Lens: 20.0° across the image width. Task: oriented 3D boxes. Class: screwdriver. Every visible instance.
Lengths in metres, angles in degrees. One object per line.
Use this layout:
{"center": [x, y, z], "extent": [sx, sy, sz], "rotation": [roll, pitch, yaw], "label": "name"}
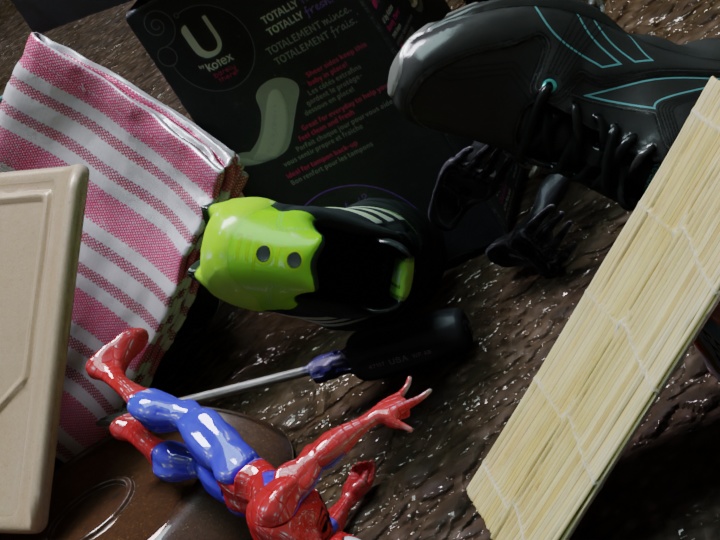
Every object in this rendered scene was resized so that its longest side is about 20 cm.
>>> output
{"center": [-0.038, 0.054, 0.994], "extent": [0.199, 0.029, 0.028], "rotation": [-18, 56, 20], "label": "screwdriver"}

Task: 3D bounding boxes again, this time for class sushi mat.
{"center": [0.099, 0.025, 0.763], "extent": [0.201, 0.012, 0.096], "rotation": [-61, 16, 16], "label": "sushi mat"}

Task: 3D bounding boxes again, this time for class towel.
{"center": [-0.158, -0.006, 1.084], "extent": [0.201, 0.146, 0.030], "rotation": [-63, -18, 15], "label": "towel"}

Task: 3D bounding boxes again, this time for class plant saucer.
{"center": [-0.124, 0.129, 0.989], "extent": [0.200, 0.035, 0.200], "rotation": [-30, 19, 12], "label": "plant saucer"}

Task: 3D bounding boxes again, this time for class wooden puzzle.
{"center": [-0.216, 0.043, 1.061], "extent": [0.199, 0.037, 0.186], "rotation": [-4, 74, 37], "label": "wooden puzzle"}

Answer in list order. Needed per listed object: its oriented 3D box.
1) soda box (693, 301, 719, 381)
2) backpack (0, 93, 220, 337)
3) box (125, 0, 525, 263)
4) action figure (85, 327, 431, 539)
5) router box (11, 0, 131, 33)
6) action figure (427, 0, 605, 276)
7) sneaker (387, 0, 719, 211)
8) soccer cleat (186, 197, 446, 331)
{"center": [0.169, 0.025, 0.721], "extent": [0.068, 0.064, 0.200], "rotation": [-34, 20, 0], "label": "soda box"}
{"center": [-0.200, -0.004, 1.196], "extent": [0.199, 0.177, 0.153], "rotation": [-28, -1, 9], "label": "backpack"}
{"center": [-0.012, -0.099, 1.084], "extent": [0.122, 0.201, 0.106], "rotation": [-24, 22, 25], "label": "box"}
{"center": [-0.034, 0.075, 0.896], "extent": [0.099, 0.066, 0.200], "rotation": [-31, 36, -17], "label": "action figure"}
{"center": [-0.086, -0.203, 1.062], "extent": [0.199, 0.052, 0.157], "rotation": [-8, 32, 52], "label": "router box"}
{"center": [0.100, -0.091, 1.031], "extent": [0.102, 0.119, 0.201], "rotation": [-31, 27, 39], "label": "action figure"}
{"center": [0.111, -0.070, 0.900], "extent": [0.198, 0.076, 0.080], "rotation": [5, 45, -8], "label": "sneaker"}
{"center": [0.000, 0.000, 0.966], "extent": [0.081, 0.068, 0.200], "rotation": [12, 5, 30], "label": "soccer cleat"}
